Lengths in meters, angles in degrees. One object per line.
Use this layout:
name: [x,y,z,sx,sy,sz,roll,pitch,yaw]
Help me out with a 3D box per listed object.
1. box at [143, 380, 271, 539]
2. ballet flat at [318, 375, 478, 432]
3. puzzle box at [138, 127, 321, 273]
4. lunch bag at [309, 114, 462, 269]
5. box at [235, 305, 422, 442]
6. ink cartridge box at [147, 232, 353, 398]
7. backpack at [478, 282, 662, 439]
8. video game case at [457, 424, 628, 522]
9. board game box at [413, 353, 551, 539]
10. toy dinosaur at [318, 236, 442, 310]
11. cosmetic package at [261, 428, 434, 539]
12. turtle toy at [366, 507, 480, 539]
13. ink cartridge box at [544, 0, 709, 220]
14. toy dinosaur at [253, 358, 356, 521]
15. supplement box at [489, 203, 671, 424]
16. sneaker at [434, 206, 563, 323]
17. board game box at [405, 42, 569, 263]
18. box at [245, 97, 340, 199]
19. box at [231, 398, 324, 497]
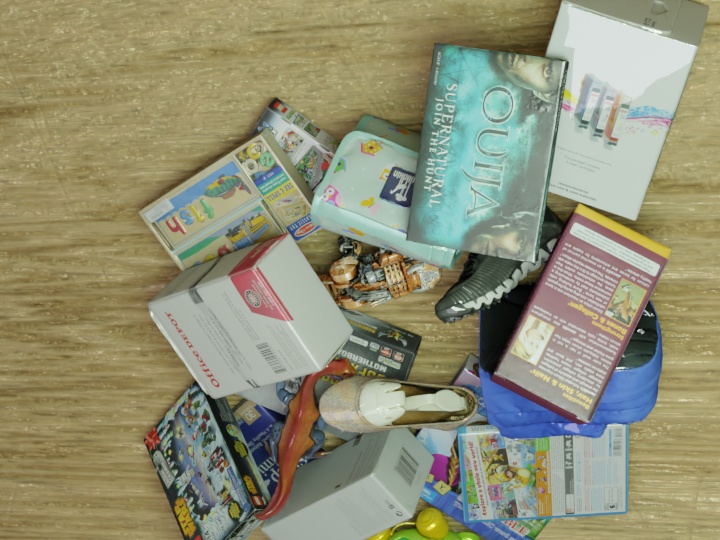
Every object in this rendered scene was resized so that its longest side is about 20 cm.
box: [-0.196,0.258,1.839,0.137,0.040,0.200,-48,55,30]
ballet flat: [0.050,0.152,1.668,0.067,0.199,0.068,-25,67,59]
puzzle box: [-0.150,-0.064,1.699,0.200,0.025,0.133,-30,105,27]
lunch bag: [0.046,-0.078,1.569,0.170,0.200,0.122,22,113,6]
box: [-0.041,0.118,1.785,0.199,0.048,0.159,22,120,5]
ink cartridge box: [-0.129,0.056,1.660,0.200,0.085,0.146,-18,111,42]
backpack: [0.241,0.102,1.634,0.199,0.163,0.168,-6,135,10]
video game case: [0.219,0.239,1.722,0.199,0.018,0.144,-4,124,4]
board game box: [0.166,0.233,1.784,0.200,0.041,0.200,31,120,0]
toy dinosaur: [0.000,0.000,1.663,0.199,0.136,0.103,9,119,12]
cosmetic package: [-0.016,0.275,1.773,0.200,0.113,0.081,-31,109,33]
turtle toy: [0.096,0.382,1.827,0.199,0.101,0.146,-16,127,24]
ink cartridge box: [0.256,-0.186,1.487,0.144,0.145,0.201,20,119,7]
toy dinosaur: [-0.057,0.182,1.715,0.104,0.201,0.182,9,152,-5]
supplement box: [0.227,0.047,1.500,0.110,0.086,0.201,27,84,5]
sneaker: [0.148,-0.017,1.603,0.091,0.200,0.066,58,156,-1]
board game box: [0.125,-0.117,1.431,0.135,0.028,0.201,10,98,16]
box: [-0.108,-0.094,1.706,0.110,0.035,0.200,35,120,-2]
box: [-0.103,0.258,1.884,0.200,0.032,0.121,44,119,-8]
